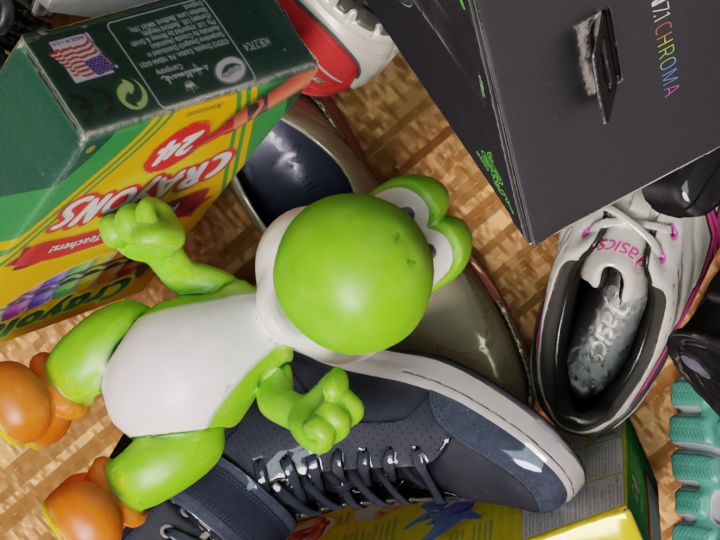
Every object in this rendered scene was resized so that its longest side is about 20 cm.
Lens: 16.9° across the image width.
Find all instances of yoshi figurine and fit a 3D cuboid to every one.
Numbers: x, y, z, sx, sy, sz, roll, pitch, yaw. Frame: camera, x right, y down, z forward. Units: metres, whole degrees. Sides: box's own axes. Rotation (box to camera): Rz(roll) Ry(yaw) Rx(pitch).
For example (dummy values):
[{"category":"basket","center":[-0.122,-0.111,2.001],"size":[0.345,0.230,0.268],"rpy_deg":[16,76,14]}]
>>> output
[{"category":"yoshi figurine","center":[-0.048,0.025,0.938],"size":[0.200,0.112,0.113],"rpy_deg":[-33,128,1]}]

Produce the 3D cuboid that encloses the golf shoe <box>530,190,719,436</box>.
[{"category":"golf shoe","center":[0.122,-0.024,1.013],"size":[0.072,0.092,0.201],"rpy_deg":[14,104,5]}]

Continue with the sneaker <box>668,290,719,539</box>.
[{"category":"sneaker","center":[0.183,0.087,1.058],"size":[0.074,0.087,0.201],"rpy_deg":[11,90,48]}]

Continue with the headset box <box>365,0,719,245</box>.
[{"category":"headset box","center":[0.048,-0.133,0.859],"size":[0.092,0.174,0.200],"rpy_deg":[-27,55,-6]}]

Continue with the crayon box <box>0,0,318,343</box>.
[{"category":"crayon box","center":[-0.117,-0.029,0.981],"size":[0.051,0.127,0.200],"rpy_deg":[55,136,13]}]

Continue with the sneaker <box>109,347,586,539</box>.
[{"category":"sneaker","center":[-0.018,0.099,1.009],"size":[0.202,0.077,0.146],"rpy_deg":[18,64,31]}]

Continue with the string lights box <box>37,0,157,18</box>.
[{"category":"string lights box","center":[-0.144,-0.190,0.964],"size":[0.200,0.059,0.103],"rpy_deg":[39,112,34]}]

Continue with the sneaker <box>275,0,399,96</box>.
[{"category":"sneaker","center":[-0.064,-0.152,1.015],"size":[0.200,0.077,0.085],"rpy_deg":[50,137,5]}]

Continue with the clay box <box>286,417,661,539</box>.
[{"category":"clay box","center":[0.030,0.130,1.049],"size":[0.199,0.115,0.048],"rpy_deg":[-22,105,12]}]

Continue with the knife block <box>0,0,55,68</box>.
[{"category":"knife block","center":[-0.216,-0.117,0.987],"size":[0.199,0.176,0.064],"rpy_deg":[16,104,3]}]

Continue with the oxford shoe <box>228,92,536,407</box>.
[{"category":"oxford shoe","center":[0.000,0.000,1.042],"size":[0.071,0.074,0.200],"rpy_deg":[-41,96,14]}]

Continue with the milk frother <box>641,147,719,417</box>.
[{"category":"milk frother","center":[0.227,-0.015,0.905],"size":[0.188,0.200,0.181],"rpy_deg":[-52,128,-9]}]
